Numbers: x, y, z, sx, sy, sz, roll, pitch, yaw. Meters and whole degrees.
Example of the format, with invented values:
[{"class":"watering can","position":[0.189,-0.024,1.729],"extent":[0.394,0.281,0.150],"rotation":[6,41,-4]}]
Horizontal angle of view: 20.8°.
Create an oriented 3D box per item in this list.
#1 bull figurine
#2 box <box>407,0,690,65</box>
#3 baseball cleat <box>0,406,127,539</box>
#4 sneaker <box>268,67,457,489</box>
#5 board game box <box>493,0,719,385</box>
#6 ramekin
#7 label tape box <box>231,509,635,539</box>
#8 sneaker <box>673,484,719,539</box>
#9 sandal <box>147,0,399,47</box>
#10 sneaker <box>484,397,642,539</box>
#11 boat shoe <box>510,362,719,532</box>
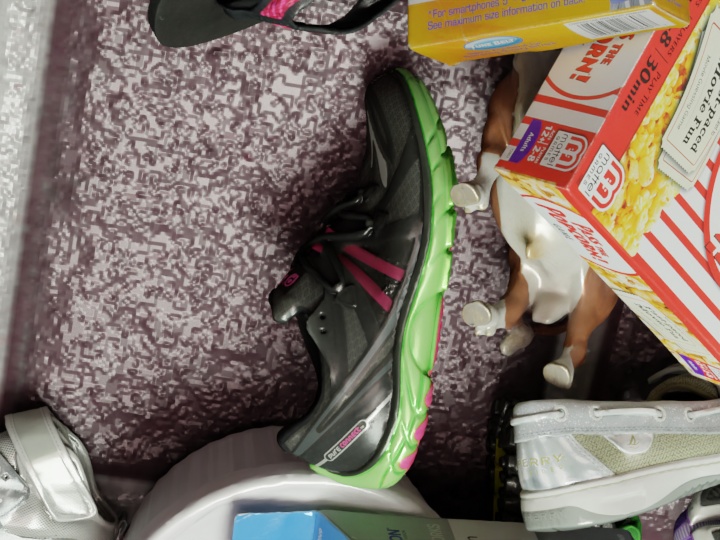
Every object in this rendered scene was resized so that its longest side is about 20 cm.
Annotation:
[{"class":"bull figurine","position":[0.087,-0.045,0.931],"extent":[0.065,0.122,0.202],"rotation":[2,124,28]},{"class":"box","position":[0.077,-0.196,0.833],"extent":[0.118,0.041,0.202],"rotation":[-6,82,33]},{"class":"baseball cleat","position":[-0.211,0.099,0.988],"extent":[0.199,0.070,0.107],"rotation":[30,101,-27]},{"class":"sneaker","position":[0.000,0.000,0.927],"extent":[0.083,0.077,0.202],"rotation":[8,83,-2]},{"class":"board game box","position":[0.160,-0.055,0.895],"extent":[0.200,0.046,0.152],"rotation":[40,75,-44]},{"class":"ramekin","position":[-0.039,0.173,1.011],"extent":[0.200,0.094,0.204],"rotation":[-3,114,-8]},{"class":"label tape box","position":[0.031,0.195,0.945],"extent":[0.198,0.066,0.145],"rotation":[4,112,-12]},{"class":"sneaker","position":[0.204,0.176,1.020],"extent":[0.083,0.081,0.200],"rotation":[-27,142,15]},{"class":"sandal","position":[-0.002,-0.141,0.898],"extent":[0.198,0.045,0.075],"rotation":[-18,155,-1]},{"class":"sneaker","position":[0.109,0.165,1.036],"extent":[0.084,0.078,0.202],"rotation":[0,112,-7]},{"class":"boat shoe","position":[0.149,0.076,0.969],"extent":[0.201,0.074,0.065],"rotation":[-14,90,-41]}]
